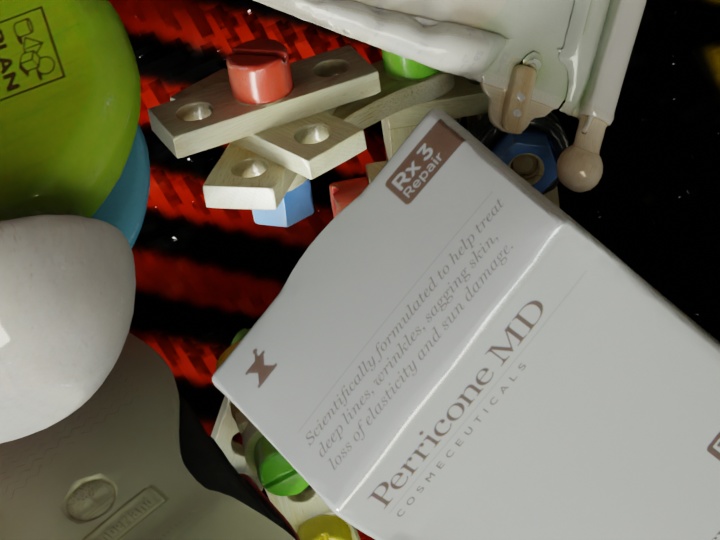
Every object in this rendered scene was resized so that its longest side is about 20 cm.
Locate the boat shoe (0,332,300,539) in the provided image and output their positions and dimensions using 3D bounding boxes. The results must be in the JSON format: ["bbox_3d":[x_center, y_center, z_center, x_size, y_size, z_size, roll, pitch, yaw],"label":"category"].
[{"bbox_3d":[-0.062,0.079,0.794,0.074,0.201,0.063,-35,129,-12],"label":"boat shoe"}]

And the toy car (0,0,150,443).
[{"bbox_3d":[-0.145,-0.016,0.754,0.199,0.176,0.150,-24,160,8],"label":"toy car"}]

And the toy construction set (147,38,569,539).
[{"bbox_3d":[0.000,0.000,0.819,0.130,0.092,0.201,-9,135,-1],"label":"toy construction set"}]

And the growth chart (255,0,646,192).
[{"bbox_3d":[0.006,-0.124,0.735,0.199,0.018,0.145,23,84,-22],"label":"growth chart"}]

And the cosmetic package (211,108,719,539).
[{"bbox_3d":[0.062,0.050,0.783,0.102,0.074,0.200,-51,135,4],"label":"cosmetic package"}]
